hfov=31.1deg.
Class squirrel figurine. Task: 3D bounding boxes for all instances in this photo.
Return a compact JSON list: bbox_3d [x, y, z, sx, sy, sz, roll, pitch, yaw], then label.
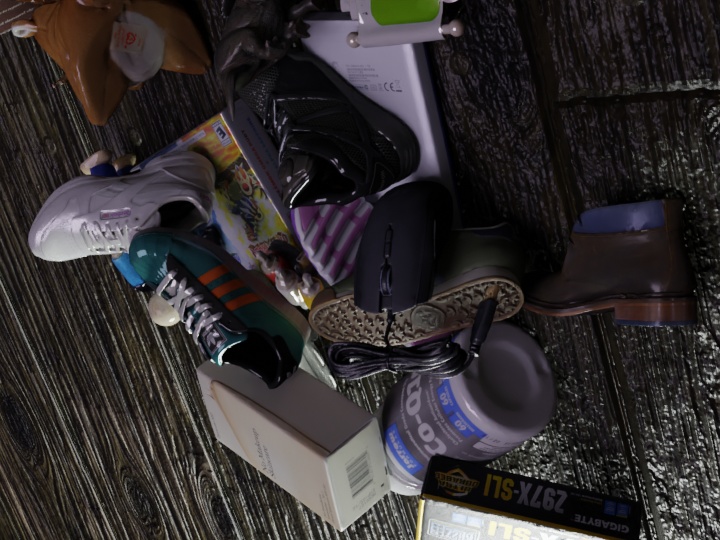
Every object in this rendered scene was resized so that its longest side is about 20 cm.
[{"bbox_3d":[-0.275,-0.260,1.281,0.186,0.141,0.202,27,148,49],"label":"squirrel figurine"}]

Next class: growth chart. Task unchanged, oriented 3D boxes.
[{"bbox_3d":[0.013,-0.276,1.044,0.143,0.018,0.203,-8,103,46],"label":"growth chart"}]

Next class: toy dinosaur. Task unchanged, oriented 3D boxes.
[{"bbox_3d":[-0.092,-0.205,1.132,0.102,0.076,0.203,-22,58,45],"label":"toy dinosaur"}]

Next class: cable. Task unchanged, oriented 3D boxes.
[{"bbox_3d":[-0.044,0.040,1.278,0.097,0.050,0.201,29,159,39],"label":"cable"}]

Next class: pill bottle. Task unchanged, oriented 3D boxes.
[{"bbox_3d":[0.086,0.136,1.219,0.114,0.113,0.200,50,141,3],"label":"pill bottle"}]

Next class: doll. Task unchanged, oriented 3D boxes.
[{"bbox_3d":[-0.236,-0.034,1.413,0.048,0.136,0.202,-33,70,27],"label":"doll"}]

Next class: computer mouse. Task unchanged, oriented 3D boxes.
[{"bbox_3d":[0.051,-0.003,1.057,0.138,0.202,0.046,2,146,30],"label":"computer mouse"}]

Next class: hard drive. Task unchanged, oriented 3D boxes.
[{"bbox_3d":[0.018,-0.131,1.158,0.131,0.025,0.203,10,124,41],"label":"hard drive"}]

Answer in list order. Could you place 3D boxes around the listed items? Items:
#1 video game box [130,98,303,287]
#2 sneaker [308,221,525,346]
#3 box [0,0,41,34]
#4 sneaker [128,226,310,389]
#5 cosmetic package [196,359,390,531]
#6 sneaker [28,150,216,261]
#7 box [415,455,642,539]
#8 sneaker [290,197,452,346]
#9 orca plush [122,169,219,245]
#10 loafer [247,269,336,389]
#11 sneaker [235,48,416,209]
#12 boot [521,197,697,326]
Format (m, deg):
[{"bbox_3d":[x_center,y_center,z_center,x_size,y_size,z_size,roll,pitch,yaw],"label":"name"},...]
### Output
[{"bbox_3d":[-0.137,-0.063,1.351,0.199,0.047,0.184,-21,105,51],"label":"video game box"},{"bbox_3d":[0.054,0.007,1.132,0.197,0.091,0.068,-11,131,25],"label":"sneaker"},{"bbox_3d":[-0.415,-0.354,1.318,0.166,0.164,0.201,46,141,8],"label":"box"},{"bbox_3d":[-0.137,0.036,1.221,0.199,0.080,0.071,33,129,-13],"label":"sneaker"},{"bbox_3d":[-0.067,0.155,1.267,0.199,0.073,0.105,26,140,41],"label":"cosmetic package"},{"bbox_3d":[-0.234,-0.051,1.266,0.100,0.197,0.075,-107,-6,-48],"label":"sneaker"},{"bbox_3d":[0.151,0.250,1.205,0.197,0.050,0.161,12,142,8],"label":"box"},{"bbox_3d":[0.000,0.000,1.213,0.200,0.081,0.088,46,162,-22],"label":"sneaker"},{"bbox_3d":[-0.178,-0.028,1.356,0.071,0.105,0.201,-35,78,8],"label":"orca plush"},{"bbox_3d":[-0.081,0.076,1.361,0.069,0.070,0.202,1,128,34],"label":"loafer"},{"bbox_3d":[-0.057,-0.124,1.131,0.199,0.114,0.077,38,138,22],"label":"sneaker"},{"bbox_3d":[0.196,-0.011,1.056,0.199,0.074,0.099,5,97,55],"label":"boot"}]
